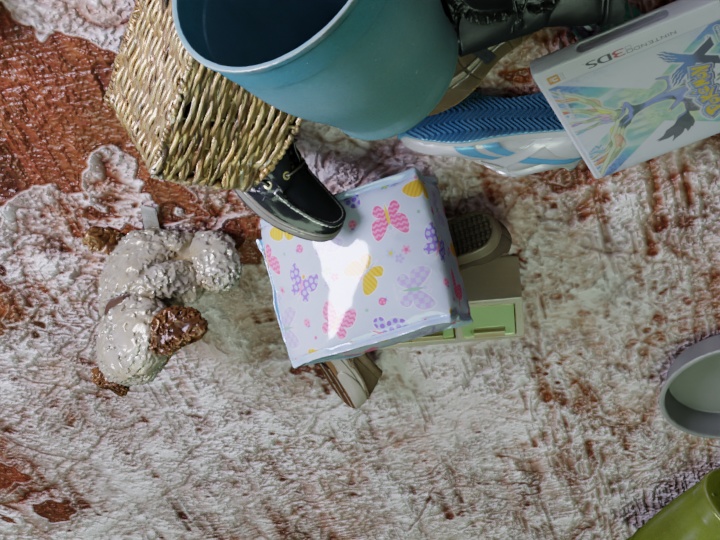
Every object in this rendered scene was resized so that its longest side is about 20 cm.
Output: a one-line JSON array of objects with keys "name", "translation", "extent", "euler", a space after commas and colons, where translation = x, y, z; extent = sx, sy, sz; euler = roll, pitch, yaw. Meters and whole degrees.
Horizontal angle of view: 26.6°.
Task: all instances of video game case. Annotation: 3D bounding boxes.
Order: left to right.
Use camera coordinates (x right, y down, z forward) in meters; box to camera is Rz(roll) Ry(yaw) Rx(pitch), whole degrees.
[{"name": "video game case", "translation": [0.276, -0.172, 1.442], "extent": [0.181, 0.022, 0.200], "euler": [-21, 147, 17]}]

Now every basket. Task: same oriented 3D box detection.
[{"name": "basket", "translation": [-0.130, -0.194, 1.403], "extent": [0.142, 0.149, 0.201], "euler": [4, 122, -32]}]

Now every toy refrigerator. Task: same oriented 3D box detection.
[{"name": "toy refrigerator", "translation": [0.087, 0.041, 1.751], "extent": [0.198, 0.070, 0.076], "euler": [-5, 140, 4]}]

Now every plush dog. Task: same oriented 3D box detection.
[{"name": "plush dog", "translation": [-0.239, 0.045, 1.669], "extent": [0.160, 0.173, 0.200], "euler": [26, 134, -28]}]

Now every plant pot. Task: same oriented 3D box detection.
[{"name": "plant pot", "translation": [-0.019, -0.207, 1.242], "extent": [0.199, 0.202, 0.188], "euler": [-22, 147, 24]}, {"name": "plant pot", "translation": [0.482, 0.382, 2.091], "extent": [0.199, 0.201, 0.194], "euler": [15, 126, -18]}]

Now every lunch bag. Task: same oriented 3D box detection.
[{"name": "lunch bag", "translation": [0.000, 0.000, 1.611], "extent": [0.198, 0.171, 0.127], "euler": [-17, 172, 13]}]

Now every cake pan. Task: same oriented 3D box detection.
[{"name": "cake pan", "translation": [0.471, 0.141, 1.902], "extent": [0.198, 0.037, 0.201], "euler": [-1, 140, -1]}]

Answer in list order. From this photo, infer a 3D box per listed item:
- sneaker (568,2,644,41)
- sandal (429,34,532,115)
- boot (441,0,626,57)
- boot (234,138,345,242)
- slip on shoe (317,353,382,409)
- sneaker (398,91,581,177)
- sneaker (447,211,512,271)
[{"name": "sneaker", "translation": [0.232, -0.214, 1.450], "extent": [0.199, 0.075, 0.087], "euler": [25, 138, -29]}, {"name": "sandal", "translation": [0.093, -0.218, 1.463], "extent": [0.200, 0.054, 0.080], "euler": [-39, 136, 17]}, {"name": "boot", "translation": [0.142, -0.288, 1.302], "extent": [0.166, 0.077, 0.202], "euler": [-11, 123, -8]}, {"name": "boot", "translation": [-0.073, -0.135, 1.496], "extent": [0.203, 0.074, 0.154], "euler": [39, 129, -1]}, {"name": "slip on shoe", "translation": [-0.030, 0.083, 1.812], "extent": [0.061, 0.076, 0.201], "euler": [-41, 128, -13]}, {"name": "sneaker", "translation": [0.135, -0.133, 1.542], "extent": [0.198, 0.077, 0.081], "euler": [1, 142, 1]}, {"name": "sneaker", "translation": [0.074, -0.011, 1.691], "extent": [0.198, 0.071, 0.075], "euler": [-12, 159, 26]}]
